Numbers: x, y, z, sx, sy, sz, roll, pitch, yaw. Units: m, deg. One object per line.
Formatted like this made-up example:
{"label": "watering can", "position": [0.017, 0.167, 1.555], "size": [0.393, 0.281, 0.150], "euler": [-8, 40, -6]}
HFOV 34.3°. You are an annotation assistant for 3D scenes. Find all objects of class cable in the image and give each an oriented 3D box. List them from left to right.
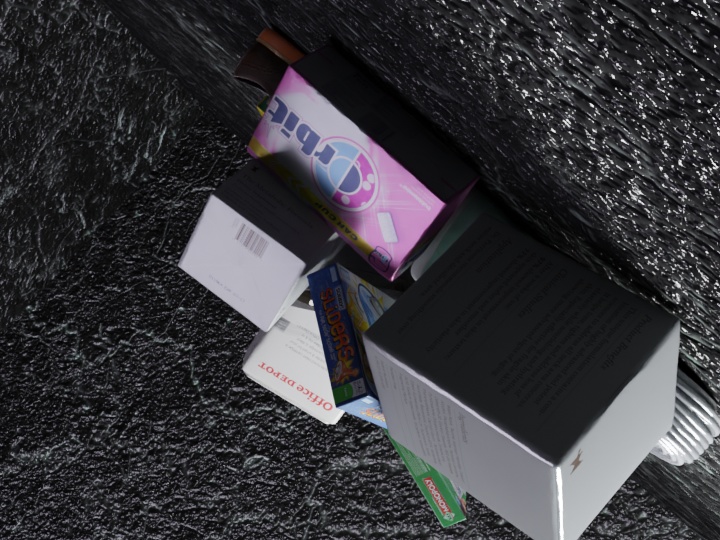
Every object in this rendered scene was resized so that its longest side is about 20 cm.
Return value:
{"label": "cable", "position": [0.262, 0.107, 1.152], "size": [0.200, 0.069, 0.200], "euler": [43, 178, -17]}

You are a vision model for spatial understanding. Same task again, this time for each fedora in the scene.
{"label": "fedora", "position": [0.000, 0.000, 1.304], "size": [0.200, 0.090, 0.177], "euler": [12, 167, -21]}

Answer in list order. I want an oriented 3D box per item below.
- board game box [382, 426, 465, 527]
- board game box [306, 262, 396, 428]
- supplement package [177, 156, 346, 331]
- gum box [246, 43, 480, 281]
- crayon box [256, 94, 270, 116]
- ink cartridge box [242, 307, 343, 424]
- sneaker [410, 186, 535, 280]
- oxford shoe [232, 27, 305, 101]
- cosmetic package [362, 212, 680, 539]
{"label": "board game box", "position": [0.056, 0.156, 1.245], "size": [0.200, 0.029, 0.135], "euler": [60, -166, -15]}
{"label": "board game box", "position": [0.023, 0.086, 1.129], "size": [0.200, 0.034, 0.135], "euler": [32, -141, -58]}
{"label": "supplement package", "position": [-0.069, -0.056, 1.158], "size": [0.114, 0.110, 0.200], "euler": [36, -137, 3]}
{"label": "gum box", "position": [-0.005, -0.102, 1.072], "size": [0.200, 0.114, 0.066], "euler": [42, -137, 8]}
{"label": "crayon box", "position": [-0.041, -0.159, 1.597], "size": [0.200, 0.058, 0.173], "euler": [42, 177, 6]}
{"label": "ink cartridge box", "position": [-0.039, 0.074, 1.502], "size": [0.146, 0.200, 0.083], "euler": [33, -163, -10]}
{"label": "sneaker", "position": [0.120, 0.001, 1.168], "size": [0.118, 0.074, 0.200], "euler": [41, 162, 9]}
{"label": "oxford shoe", "position": [-0.049, -0.170, 1.248], "size": [0.200, 0.073, 0.071], "euler": [42, 178, 12]}
{"label": "cosmetic package", "position": [0.136, 0.094, 0.984], "size": [0.200, 0.167, 0.166], "euler": [33, 154, 31]}
